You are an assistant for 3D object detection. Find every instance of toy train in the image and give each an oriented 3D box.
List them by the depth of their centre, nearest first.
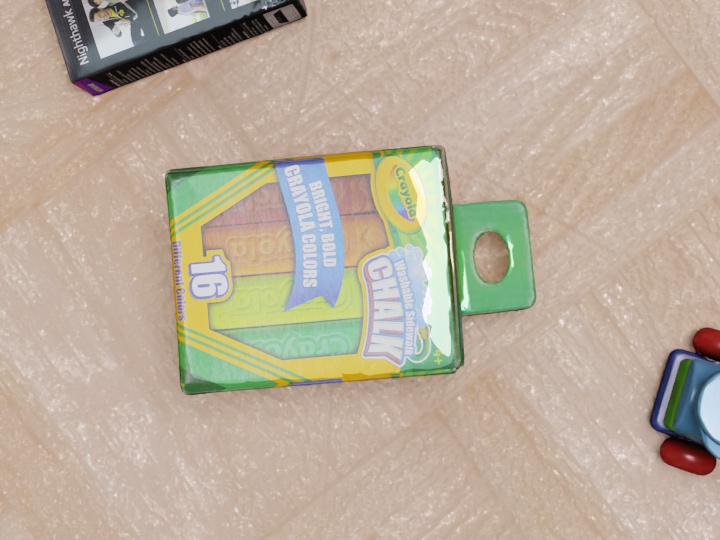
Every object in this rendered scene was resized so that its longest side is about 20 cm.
[{"bbox_3d":[0.269,0.098,0.783,0.198,0.116,0.086,18,89,5],"label":"toy train"}]

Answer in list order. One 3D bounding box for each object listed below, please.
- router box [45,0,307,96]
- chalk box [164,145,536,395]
[{"bbox_3d":[-0.134,-0.229,0.858,0.148,0.051,0.202,-19,86,5],"label":"router box"},{"bbox_3d":[0.000,0.000,0.803,0.197,0.124,0.126,-6,87,4],"label":"chalk box"}]
